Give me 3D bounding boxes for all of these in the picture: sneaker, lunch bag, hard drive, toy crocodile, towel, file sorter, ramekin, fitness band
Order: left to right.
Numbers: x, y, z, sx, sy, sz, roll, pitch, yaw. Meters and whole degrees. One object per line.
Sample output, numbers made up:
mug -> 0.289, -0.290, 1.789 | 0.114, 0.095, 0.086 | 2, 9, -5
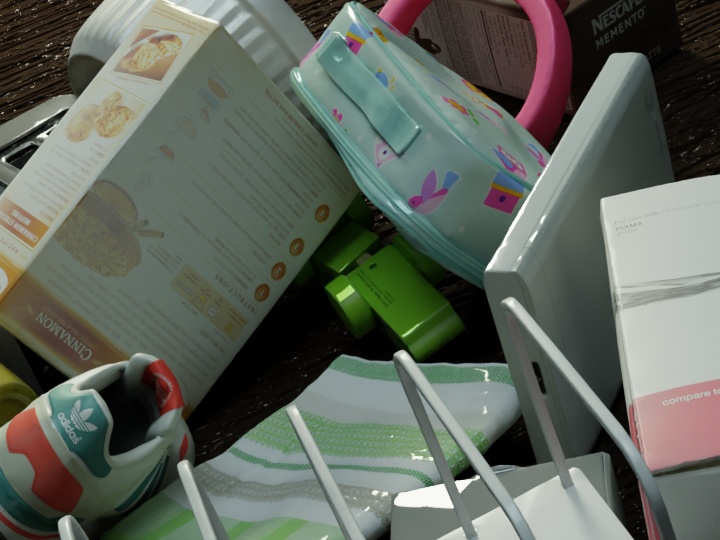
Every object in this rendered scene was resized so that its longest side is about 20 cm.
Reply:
sneaker -> -0.115, 0.086, 0.804 | 0.093, 0.071, 0.199 | -36, -12, 15
ramekin -> -0.106, -0.114, 1.068 | 0.105, 0.201, 0.199 | -44, 39, -20
towel -> -0.018, 0.095, 0.796 | 0.148, 0.031, 0.199 | -4, 20, 42
toy crocodile -> 0.000, 0.000, 0.971 | 0.067, 0.062, 0.200 | -38, 40, -11
file sorter -> 0.010, 0.119, 0.570 | 0.198, 0.125, 0.139 | -26, 33, -6
lunch bag -> 0.045, -0.068, 0.933 | 0.077, 0.160, 0.200 | -52, 41, 14
fitness band -> 0.069, -0.140, 1.079 | 0.200, 0.037, 0.145 | 34, 101, 48
hard drive -> 0.125, -0.007, 0.843 | 0.026, 0.133, 0.201 | 2, 38, 30

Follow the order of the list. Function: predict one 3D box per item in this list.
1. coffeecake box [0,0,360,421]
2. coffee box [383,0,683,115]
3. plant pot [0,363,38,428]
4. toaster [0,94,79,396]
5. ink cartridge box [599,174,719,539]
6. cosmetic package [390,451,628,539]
coffeecake box -> -0.115, -0.025, 0.912 | 0.073, 0.154, 0.201 | 28, 77, 47
coffee box -> 0.122, -0.193, 1.166 | 0.114, 0.080, 0.199 | -37, 37, -24
plant pot -> -0.242, 0.106, 0.815 | 0.140, 0.202, 0.201 | 2, 37, 17
toaster -> -0.203, -0.012, 1.031 | 0.180, 0.120, 0.199 | -34, 35, -24
ink cartridge box -> 0.161, 0.070, 0.697 | 0.082, 0.148, 0.201 | -10, 33, 11
cosmetic package -> 0.067, 0.176, 0.649 | 0.105, 0.091, 0.201 | -11, 31, 13
